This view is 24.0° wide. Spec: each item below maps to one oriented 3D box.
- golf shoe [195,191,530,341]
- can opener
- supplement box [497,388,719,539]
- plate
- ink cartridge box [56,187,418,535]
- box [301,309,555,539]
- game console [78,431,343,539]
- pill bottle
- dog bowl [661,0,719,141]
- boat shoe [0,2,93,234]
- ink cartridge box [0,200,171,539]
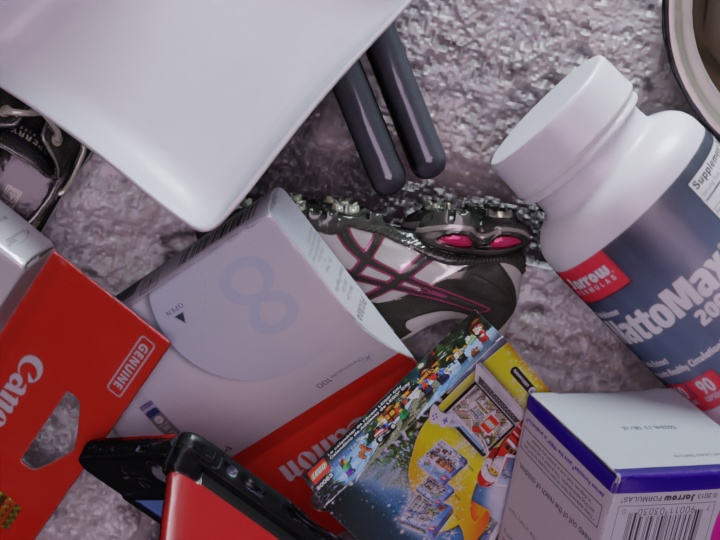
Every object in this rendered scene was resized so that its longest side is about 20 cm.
[{"bbox_3d":[0.000,0.000,0.995,0.198,0.077,0.089,4,99,-4],"label":"golf shoe"},{"bbox_3d":[-0.005,-0.145,0.986,0.053,0.067,0.202,-22,88,-4],"label":"can opener"},{"bbox_3d":[0.139,0.177,0.946,0.100,0.103,0.202,1,111,-25],"label":"supplement box"},{"bbox_3d":[-0.091,-0.138,0.939,0.199,0.032,0.200,34,75,22],"label":"plate"},{"bbox_3d":[-0.052,0.076,0.972,0.159,0.047,0.201,-33,105,18],"label":"ink cartridge box"},{"bbox_3d":[0.078,0.136,0.984,0.136,0.038,0.200,-43,122,0],"label":"box"},{"bbox_3d":[-0.062,0.187,0.914,0.200,0.172,0.119,41,61,-29],"label":"game console"},{"bbox_3d":[0.174,-0.021,0.979,0.200,0.120,0.120,45,90,-7],"label":"pill bottle"},{"bbox_3d":[0.269,-0.153,1.002,0.198,0.074,0.202,0,94,-4],"label":"dog bowl"},{"bbox_3d":[-0.187,-0.075,0.981,0.070,0.064,0.201,24,92,-5],"label":"boat shoe"},{"bbox_3d":[-0.228,0.061,0.952,0.173,0.044,0.200,39,115,3],"label":"ink cartridge box"}]
